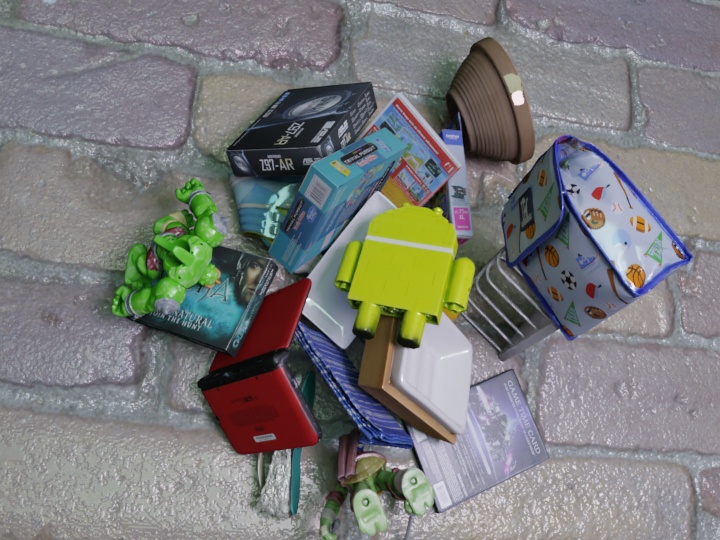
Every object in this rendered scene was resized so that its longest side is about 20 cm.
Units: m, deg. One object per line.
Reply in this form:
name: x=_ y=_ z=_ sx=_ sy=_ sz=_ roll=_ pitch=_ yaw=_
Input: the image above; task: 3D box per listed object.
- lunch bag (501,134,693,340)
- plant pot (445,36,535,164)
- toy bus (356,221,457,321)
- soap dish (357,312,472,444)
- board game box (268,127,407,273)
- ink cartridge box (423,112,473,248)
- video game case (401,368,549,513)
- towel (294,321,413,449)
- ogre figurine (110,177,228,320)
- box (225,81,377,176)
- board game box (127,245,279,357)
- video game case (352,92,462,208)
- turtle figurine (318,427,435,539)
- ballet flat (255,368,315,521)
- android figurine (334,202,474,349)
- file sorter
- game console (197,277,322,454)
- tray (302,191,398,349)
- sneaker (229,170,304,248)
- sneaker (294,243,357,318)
lunch bag: x=0.262 y=-0.040 z=0.805 sx=0.122 sy=0.171 sz=0.203 roll=-27 pitch=76 yaw=-21
plant pot: x=0.196 y=-0.257 z=1.057 sx=0.091 sy=0.201 sz=0.205 roll=-22 pitch=79 yaw=2
toy bus: x=0.066 y=0.007 z=0.983 sx=0.200 sy=0.065 sz=0.078 roll=46 pitch=26 yaw=-2
soap dish: x=0.079 y=0.129 z=0.910 sx=0.200 sy=0.080 sz=0.161 roll=43 pitch=48 yaw=-42
board game box: x=-0.029 y=-0.100 z=0.901 sx=0.047 sy=0.152 sz=0.200 roll=39 pitch=37 yaw=8
ink cartridge box: x=0.129 y=-0.130 z=1.032 sx=0.041 sy=0.119 sz=0.206 roll=3 pitch=73 yaw=-14
video game case: x=0.173 y=0.251 z=0.985 sx=0.196 sy=0.019 sz=0.146 roll=-18 pitch=79 yaw=-18
towel: x=-0.008 y=0.152 z=0.879 sx=0.024 sy=0.144 sz=0.201 roll=-42 pitch=61 yaw=6
ogre figurine: x=-0.243 y=-0.019 z=0.860 sx=0.118 sy=0.099 sz=0.200 roll=21 pitch=57 yaw=42
box: x=-0.081 y=-0.208 z=0.965 sx=0.156 sy=0.044 sz=0.201 roll=3 pitch=40 yaw=27
board game box: x=-0.222 y=0.027 z=0.900 sx=0.196 sy=0.028 sz=0.138 roll=13 pitch=67 yaw=27
video game case: x=0.038 y=-0.142 z=0.997 sx=0.144 sy=0.200 sz=0.017 roll=49 pitch=26 yaw=6
turtle figurine: x=0.023 y=0.314 z=0.841 sx=0.140 sy=0.194 sz=0.205 roll=16 pitch=74 yaw=-9
ballet flat: x=-0.108 y=0.233 z=0.903 sx=0.070 sy=0.072 sz=0.205 roll=10 pitch=72 yaw=-9
android figurine: x=0.057 y=-0.002 z=0.853 sx=0.177 sy=0.041 sz=0.204 roll=8 pitch=62 yaw=17
file sorter: x=0.243 y=0.022 z=0.975 sx=0.124 sy=0.201 sz=0.139 roll=43 pitch=69 yaw=7
game console: x=-0.116 y=0.132 z=0.870 sx=0.118 sy=0.198 sz=0.175 roll=-34 pitch=98 yaw=-43
tray: x=0.000 y=0.000 z=0.930 sx=0.107 sy=0.022 sz=0.201 roll=39 pitch=96 yaw=-1
sneaker: x=-0.095 y=-0.099 z=0.982 sx=0.195 sy=0.080 sz=0.134 roll=-10 pitch=78 yaw=11
sneaker: x=-0.023 y=0.040 z=0.981 sx=0.081 sy=0.075 sz=0.201 roll=-39 pitch=83 yaw=-6
